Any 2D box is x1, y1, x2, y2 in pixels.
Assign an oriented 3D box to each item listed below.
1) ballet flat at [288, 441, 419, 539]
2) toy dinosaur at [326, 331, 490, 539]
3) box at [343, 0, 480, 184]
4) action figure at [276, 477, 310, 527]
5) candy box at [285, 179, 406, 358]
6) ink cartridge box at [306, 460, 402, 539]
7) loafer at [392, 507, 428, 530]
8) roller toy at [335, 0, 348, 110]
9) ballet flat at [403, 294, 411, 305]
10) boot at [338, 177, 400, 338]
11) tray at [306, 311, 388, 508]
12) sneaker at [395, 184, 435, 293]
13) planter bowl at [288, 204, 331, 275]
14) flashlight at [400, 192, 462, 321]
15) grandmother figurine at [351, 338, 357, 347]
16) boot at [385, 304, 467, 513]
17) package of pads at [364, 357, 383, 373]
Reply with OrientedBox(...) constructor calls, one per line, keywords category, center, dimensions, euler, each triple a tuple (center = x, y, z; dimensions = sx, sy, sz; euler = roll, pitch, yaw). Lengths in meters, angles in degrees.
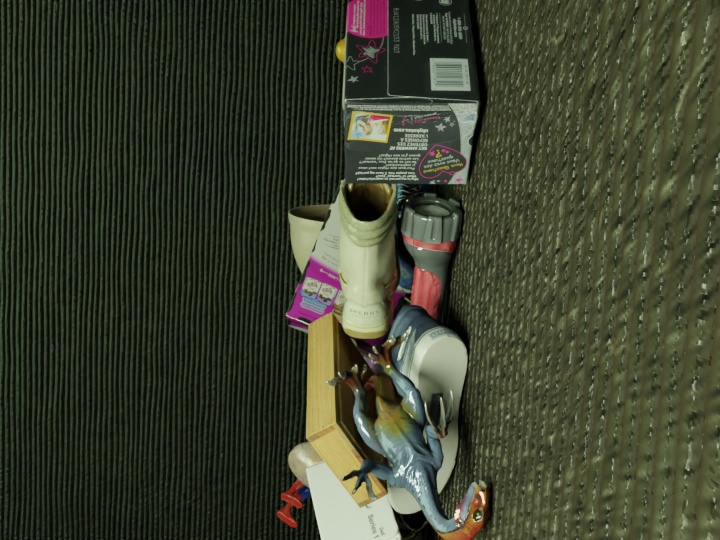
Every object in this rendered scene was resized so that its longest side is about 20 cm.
OrientedBox(category="ballet flat", center=(-0.001, 0.281, 1.025), dimensions=(0.068, 0.199, 0.067), euler=(-59, 14, 4))
OrientedBox(category="toy dinosaur", center=(0.053, 0.150, 0.714), dimensions=(0.183, 0.104, 0.200), euler=(60, -171, 18))
OrientedBox(category="box", center=(0.049, -0.196, 0.833), dimensions=(0.115, 0.130, 0.202), euler=(91, 180, -53))
OrientedBox(category="action figure", center=(-0.029, 0.305, 1.192), dimensions=(0.200, 0.098, 0.066), euler=(-44, -24, -52))
OrientedBox(category="candy box", center=(0.000, 0.000, 1.065), dimensions=(0.061, 0.135, 0.202), euler=(103, -171, -73))
OrientedBox(category="ink cartridge box", center=(0.008, 0.327, 0.922), dimensions=(0.145, 0.083, 0.202), euler=(-114, 9, -58))
OrientedBox(category="loafer", center=(0.062, 0.203, 0.904), dimensions=(0.070, 0.074, 0.202), euler=(-108, 12, -68))
OrientedBox(category="roller toy", center=(0.034, -0.304, 1.146), dimensions=(0.183, 0.138, 0.203), euler=(103, 170, -78))
OrientedBox(category="ballet flat", center=(0.059, 0.080, 1.123), dimensions=(0.064, 0.067, 0.200), euler=(-54, 18, 19))
OrientedBox(category="boot", center=(0.010, -0.043, 0.896), dimensions=(0.201, 0.071, 0.156), euler=(-86, -4, -57))
OrientedBox(category="tray", center=(-0.015, 0.135, 0.838), dimensions=(0.099, 0.037, 0.201), euler=(57, -167, -24))
OrientedBox(category="sneaker", center=(0.070, -0.079, 1.013), dimensions=(0.089, 0.078, 0.202), euler=(125, 141, -71))
OrientedBox(category="planter bowl", center=(-0.013, -0.020, 1.237), dimensions=(0.200, 0.198, 0.136), euler=(-100, 13, -78))
OrientedBox(category="flashlight", center=(0.069, 0.019, 0.892), dimensions=(0.068, 0.067, 0.202), euler=(-99, 13, -62))
OrientedBox(category="grandmother figurine", center=(-0.030, 0.172, 1.045), dimensions=(0.122, 0.060, 0.201), euler=(-95, 7, -46))
OrientedBox(category="boot", center=(0.056, 0.140, 0.831), dimensions=(0.090, 0.072, 0.202), euler=(-135, 54, -62))
OrientedBox(category="package of pads", center=(0.042, 0.131, 1.240), dimensions=(0.201, 0.075, 0.122), euler=(-93, 9, -63))
